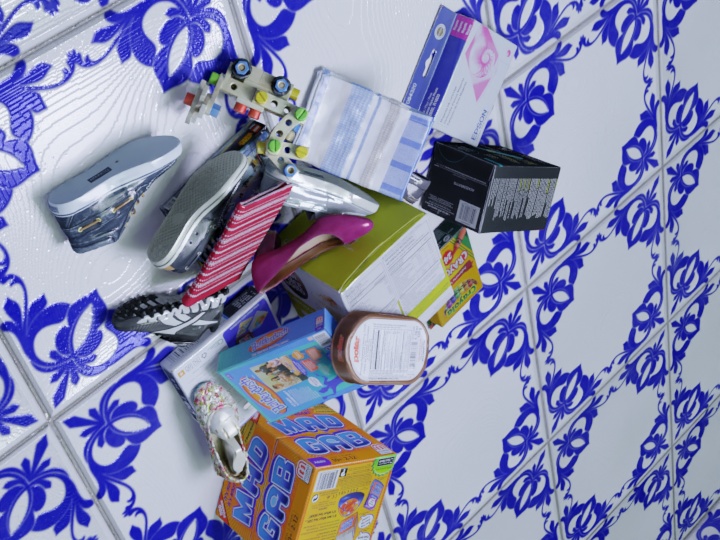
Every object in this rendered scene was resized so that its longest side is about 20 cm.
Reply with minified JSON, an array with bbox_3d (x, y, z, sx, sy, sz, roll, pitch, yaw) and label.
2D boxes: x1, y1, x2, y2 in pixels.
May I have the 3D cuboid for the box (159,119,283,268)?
[{"bbox_3d":[-0.193,-0.110,1.629,0.200,0.040,0.137,-47,138,-17],"label":"box"}]

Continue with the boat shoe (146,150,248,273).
[{"bbox_3d":[-0.222,-0.081,1.531,0.201,0.074,0.062,-55,139,-3],"label":"boat shoe"}]

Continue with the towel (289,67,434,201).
[{"bbox_3d":[0.001,-0.211,1.688,0.024,0.199,0.148,-86,-161,-82],"label":"towel"}]

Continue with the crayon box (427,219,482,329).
[{"bbox_3d":[0.165,0.016,2.065,0.127,0.051,0.201,-44,137,-21],"label":"crayon box"}]

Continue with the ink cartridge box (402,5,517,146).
[{"bbox_3d":[0.175,-0.335,1.891,0.199,0.043,0.198,13,102,-50],"label":"ink cartridge box"}]

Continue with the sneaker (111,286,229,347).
[{"bbox_3d":[-0.281,0.079,1.619,0.199,0.066,0.091,-15,119,-44],"label":"sneaker"}]

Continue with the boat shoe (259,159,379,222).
[{"bbox_3d":[-0.066,-0.111,1.664,0.200,0.070,0.072,16,110,-30],"label":"boat shoe"}]

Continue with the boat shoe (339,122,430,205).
[{"bbox_3d":[0.033,-0.191,1.739,0.063,0.073,0.200,-39,102,17],"label":"boat shoe"}]

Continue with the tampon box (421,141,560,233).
[{"bbox_3d":[0.238,-0.151,1.973,0.199,0.149,0.127,-4,113,-45],"label":"tampon box"}]

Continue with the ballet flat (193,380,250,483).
[{"bbox_3d":[-0.213,0.263,1.732,0.075,0.064,0.201,-33,132,-25],"label":"ballet flat"}]

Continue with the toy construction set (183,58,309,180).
[{"bbox_3d":[-0.156,-0.224,1.543,0.199,0.092,0.132,23,89,-25],"label":"toy construction set"}]

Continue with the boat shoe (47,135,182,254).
[{"bbox_3d":[-0.324,-0.106,1.476,0.200,0.071,0.091,-32,133,-21],"label":"boat shoe"}]

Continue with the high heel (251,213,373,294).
[{"bbox_3d":[-0.072,-0.023,1.645,0.067,0.199,0.097,44,37,-56],"label":"high heel"}]

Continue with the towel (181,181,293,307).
[{"bbox_3d":[-0.182,-0.039,1.578,0.200,0.022,0.145,-56,169,30],"label":"towel"}]

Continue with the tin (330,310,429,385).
[{"bbox_3d":[0.035,0.120,1.668,0.199,0.042,0.113,6,86,-47],"label":"tin"}]

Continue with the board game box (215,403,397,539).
[{"bbox_3d":[-0.095,0.370,1.871,0.199,0.199,0.201,1,110,-47],"label":"board game box"}]

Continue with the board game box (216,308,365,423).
[{"bbox_3d":[-0.100,0.152,1.691,0.199,0.045,0.152,-23,131,20],"label":"board game box"}]

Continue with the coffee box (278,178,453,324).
[{"bbox_3d":[0.000,0.000,1.768,0.200,0.199,0.198,-43,136,-19],"label":"coffee box"}]

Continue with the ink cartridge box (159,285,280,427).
[{"bbox_3d":[-0.205,0.157,1.758,0.198,0.043,0.201,-41,135,-21],"label":"ink cartridge box"}]
